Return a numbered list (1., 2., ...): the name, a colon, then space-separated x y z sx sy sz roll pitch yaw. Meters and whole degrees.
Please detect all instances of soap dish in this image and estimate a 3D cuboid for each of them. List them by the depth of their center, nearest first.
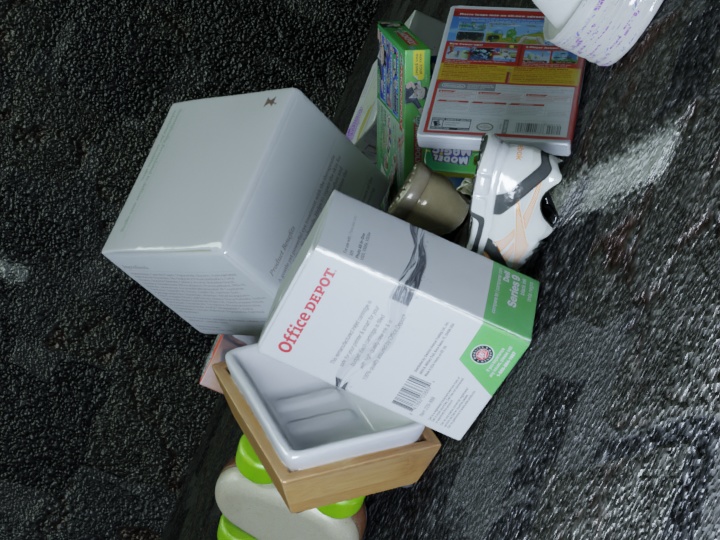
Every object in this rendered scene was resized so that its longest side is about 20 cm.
1. soap dish: -0.036 0.140 1.552 0.200 0.157 0.082 -129 34 -52

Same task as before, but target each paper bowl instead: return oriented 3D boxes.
1. paper bowl: 0.218 -0.293 1.469 0.201 0.104 0.201 -158 90 -82

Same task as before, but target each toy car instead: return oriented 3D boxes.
1. toy car: -0.046 0.195 1.698 0.165 0.157 0.200 107 -171 -46

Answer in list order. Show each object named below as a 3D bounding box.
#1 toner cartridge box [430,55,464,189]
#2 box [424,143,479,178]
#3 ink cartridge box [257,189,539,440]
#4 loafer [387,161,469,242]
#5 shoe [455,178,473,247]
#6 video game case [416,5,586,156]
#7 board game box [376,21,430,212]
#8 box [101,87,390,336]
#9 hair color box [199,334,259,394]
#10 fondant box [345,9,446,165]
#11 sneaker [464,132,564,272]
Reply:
1. toner cartridge box: 0.082 -0.115 1.716 0.095 0.043 0.201 109 154 -66
2. box: 0.132 -0.151 1.573 0.200 0.117 0.049 -73 -17 -44
3. ink cartridge box: 0.031 0.039 1.400 0.084 0.199 0.146 -74 11 -47
4. loafer: 0.062 -0.047 1.520 0.076 0.067 0.200 -56 -4 -2
5. shoe: 0.112 -0.053 1.571 0.070 0.053 0.201 116 165 -55
6. video game case: 0.140 -0.184 1.559 0.017 0.142 0.200 82 -163 -45
7. board game box: 0.044 -0.147 1.710 0.135 0.029 0.201 -121 29 -66
8. box: -0.117 -0.056 1.695 0.199 0.171 0.200 0 58 42
9. hair color box: -0.066 0.109 1.829 0.064 0.199 0.111 -89 23 -69
10. fondant box: 0.039 -0.197 1.897 0.200 0.058 0.145 138 154 -73
11. sneaker: 0.129 -0.023 1.434 0.074 0.080 0.201 -78 -4 -51
